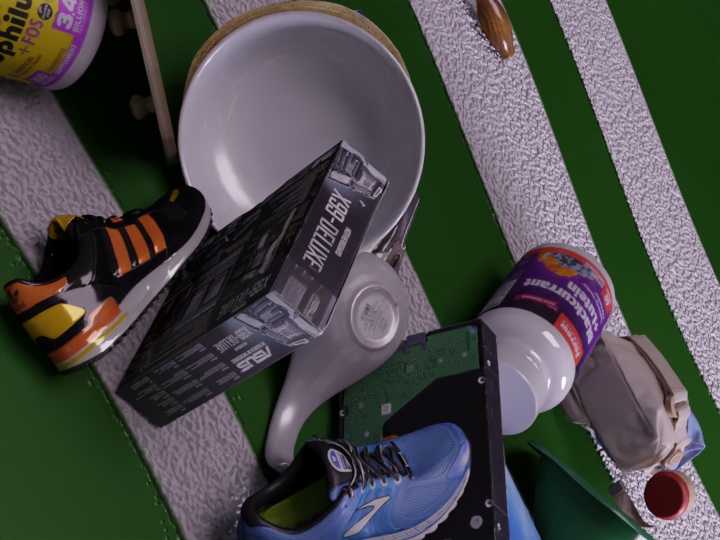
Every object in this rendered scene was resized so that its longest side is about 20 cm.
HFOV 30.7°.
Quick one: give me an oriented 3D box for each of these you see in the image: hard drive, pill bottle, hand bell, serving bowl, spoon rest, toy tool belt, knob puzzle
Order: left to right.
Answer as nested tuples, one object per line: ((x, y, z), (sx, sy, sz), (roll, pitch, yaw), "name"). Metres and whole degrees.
((-0.284, -0.200, 0.917), (0.199, 0.104, 0.105), (13, 61, -42), "pill bottle")
((-0.177, -0.191, 0.999), (0.030, 0.220, 0.222), (-12, 76, -7), "knob puzzle")
((-0.045, -0.106, 1.063), (0.201, 0.199, 0.066), (60, 9, -5), "serving bowl")
((-0.024, 0.077, 1.060), (0.099, 0.060, 0.201), (39, 66, -28), "spoon rest")
((0.049, 0.149, 1.064), (0.038, 0.138, 0.202), (43, 38, -50), "hard drive")
((0.131, -0.332, 1.477), (0.201, 0.103, 0.104), (63, 38, -19), "hand bell")
((0.165, 0.067, 1.261), (0.112, 0.111, 0.200), (54, 40, -11), "pill bottle")
((0.295, 0.160, 1.340), (0.122, 0.125, 0.201), (11, 45, -53), "toy tool belt")

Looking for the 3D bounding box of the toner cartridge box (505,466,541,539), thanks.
((0.093, 0.199, 1.165), (0.095, 0.043, 0.202), (-26, 90, -52), "toner cartridge box")

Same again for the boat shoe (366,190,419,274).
((0.000, 0.000, 1.152), (0.066, 0.071, 0.202), (55, 48, -26), "boat shoe")

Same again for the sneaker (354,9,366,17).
((0.003, -0.146, 1.226), (0.066, 0.078, 0.202), (-4, 74, -50), "sneaker")

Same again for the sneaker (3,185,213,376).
((-0.181, -0.019, 0.959), (0.090, 0.070, 0.201), (51, 43, -19), "sneaker")

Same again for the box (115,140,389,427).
((-0.080, 0.012, 0.953), (0.050, 0.199, 0.159), (41, 44, -19), "box")

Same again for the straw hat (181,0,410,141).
((-0.057, -0.143, 1.142), (0.201, 0.201, 0.085), (49, 1, -17), "straw hat")

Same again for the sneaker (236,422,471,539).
((-0.002, 0.163, 0.975), (0.198, 0.090, 0.079), (-24, 49, -20), "sneaker")

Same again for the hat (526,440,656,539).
((0.179, 0.286, 1.219), (0.200, 0.176, 0.166), (38, -3, 43), "hat")
